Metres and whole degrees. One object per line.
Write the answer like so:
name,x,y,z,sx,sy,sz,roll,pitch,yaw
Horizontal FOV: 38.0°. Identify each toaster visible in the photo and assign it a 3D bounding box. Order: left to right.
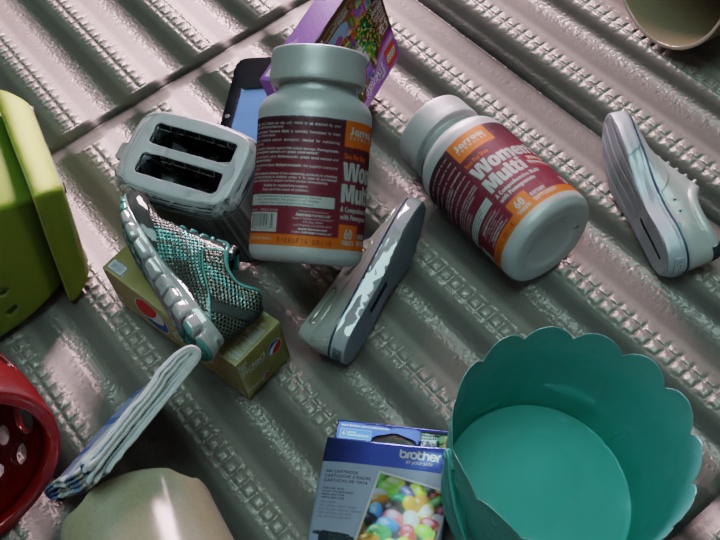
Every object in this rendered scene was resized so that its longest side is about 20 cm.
toaster,-0.162,-0.087,1.104,0.199,0.129,0.114,18,73,19

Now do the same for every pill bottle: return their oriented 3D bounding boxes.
pill bottle,-0.046,-0.107,1.000,0.109,0.110,0.201,4,90,11
pill bottle,0.134,-0.091,1.088,0.109,0.110,0.200,-32,57,-15

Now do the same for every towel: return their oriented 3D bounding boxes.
towel,-0.215,0.140,0.931,0.024,0.200,0.147,42,61,-8

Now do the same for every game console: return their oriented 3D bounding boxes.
game console,-0.080,-0.179,1.229,0.176,0.031,0.201,2,55,9

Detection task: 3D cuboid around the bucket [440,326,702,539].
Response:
bucket,0.163,0.164,0.867,0.206,0.135,0.208,3,57,-4

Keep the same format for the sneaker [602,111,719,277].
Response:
sneaker,0.312,-0.083,1.091,0.070,0.073,0.201,-10,63,-11

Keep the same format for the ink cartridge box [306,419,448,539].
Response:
ink cartridge box,0.017,0.221,0.927,0.119,0.042,0.201,4,54,10

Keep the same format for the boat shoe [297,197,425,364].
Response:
boat shoe,0.000,0.000,1.070,0.070,0.071,0.200,22,67,18

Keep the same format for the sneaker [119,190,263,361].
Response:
sneaker,-0.163,-0.007,1.012,0.091,0.078,0.200,-29,66,-16

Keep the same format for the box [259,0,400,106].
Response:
box,-0.028,-0.225,1.151,0.039,0.137,0.200,12,58,28

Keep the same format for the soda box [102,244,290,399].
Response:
soda box,-0.167,0.042,1.060,0.200,0.068,0.064,33,65,27

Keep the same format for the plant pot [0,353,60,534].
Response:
plant pot,-0.402,0.136,0.945,0.200,0.201,0.182,-37,56,-18

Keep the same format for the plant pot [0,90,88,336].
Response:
plant pot,-0.398,-0.057,1.089,0.181,0.199,0.200,-21,54,-16

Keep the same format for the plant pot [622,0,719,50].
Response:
plant pot,0.438,-0.372,1.222,0.199,0.188,0.188,-18,53,-23

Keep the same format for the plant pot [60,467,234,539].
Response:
plant pot,-0.161,0.270,0.838,0.200,0.201,0.184,-23,43,-9
